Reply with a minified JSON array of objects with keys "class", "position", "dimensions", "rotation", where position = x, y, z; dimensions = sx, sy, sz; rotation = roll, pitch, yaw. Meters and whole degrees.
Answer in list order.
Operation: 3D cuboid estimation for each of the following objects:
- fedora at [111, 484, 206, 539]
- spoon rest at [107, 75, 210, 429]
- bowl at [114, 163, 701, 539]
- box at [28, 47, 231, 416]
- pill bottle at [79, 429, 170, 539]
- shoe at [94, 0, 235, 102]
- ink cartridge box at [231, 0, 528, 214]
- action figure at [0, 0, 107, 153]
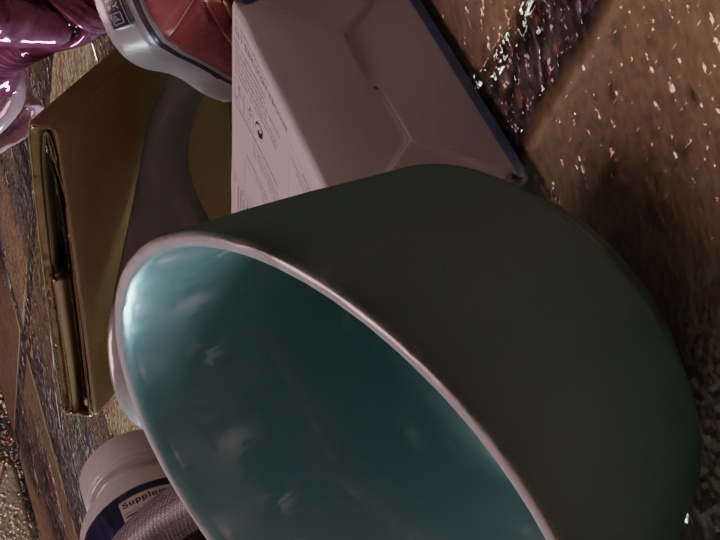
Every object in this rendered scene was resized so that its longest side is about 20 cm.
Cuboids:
[{"class":"fedora","position":[-0.033,0.173,0.873],"dimensions":[0.177,0.090,0.200],"rotation":[49,113,11]},{"class":"spoon rest","position":[-0.085,-0.014,0.953],"dimensions":[0.060,0.099,0.201],"rotation":[13,97,39]},{"class":"bowl","position":[0.028,0.047,0.588],"dimensions":[0.201,0.105,0.201],"rotation":[35,147,28]},{"class":"box","position":[-0.114,-0.043,0.989],"dimensions":[0.200,0.021,0.164],"rotation":[-55,-33,-55]},{"class":"pill bottle","position":[-0.129,0.205,1.286],"dimensions":[0.200,0.111,0.111],"rotation":[-121,24,-46]},{"class":"shoe","position":[-0.041,-0.123,0.817],"dimensions":[0.200,0.091,0.072],"rotation":[-9,-98,-77]},{"class":"ink cartridge box","position":[0.000,0.000,0.758],"dimensions":[0.200,0.076,0.137],"rotation":[96,155,-46]},{"class":"action figure","position":[-0.168,-0.113,0.879],"dimensions":[0.200,0.134,0.149],"rotation":[-12,120,38]}]
